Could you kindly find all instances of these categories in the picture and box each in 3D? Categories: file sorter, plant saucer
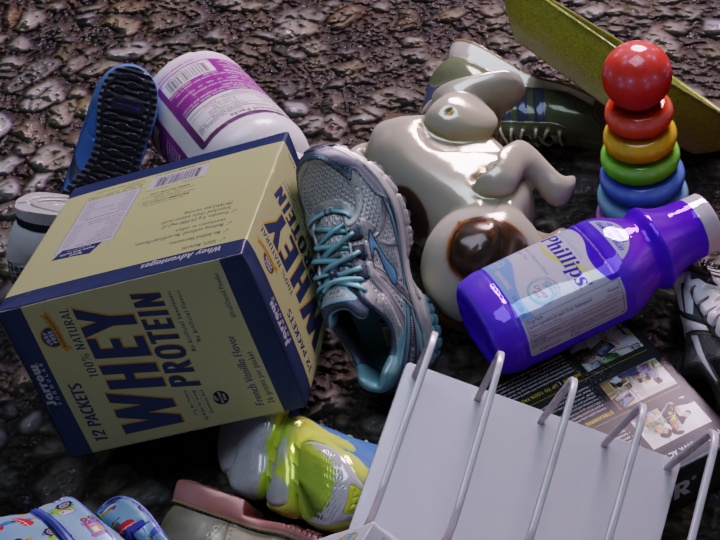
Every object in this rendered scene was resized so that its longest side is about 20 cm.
[{"bbox_3d":[0.107,0.139,0.938,0.199,0.125,0.139,20,68,2],"label":"file sorter"},{"bbox_3d":[0.230,-0.175,1.319,0.048,0.199,0.200,-57,46,14],"label":"plant saucer"}]

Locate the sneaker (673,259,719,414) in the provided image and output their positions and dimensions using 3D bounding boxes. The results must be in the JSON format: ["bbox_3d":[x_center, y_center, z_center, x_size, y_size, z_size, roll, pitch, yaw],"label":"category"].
[{"bbox_3d":[0.267,0.052,1.117,0.066,0.091,0.200,16,18,-10],"label":"sneaker"}]

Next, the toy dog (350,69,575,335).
[{"bbox_3d":[0.085,-0.049,1.204,0.193,0.140,0.201,-1,47,-20],"label":"toy dog"}]

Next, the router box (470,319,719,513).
[{"bbox_3d":[0.149,0.129,1.070,0.199,0.051,0.149,-24,46,-13],"label":"router box"}]

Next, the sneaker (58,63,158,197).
[{"bbox_3d":[-0.233,-0.091,1.343,0.066,0.201,0.078,19,0,-13],"label":"sneaker"}]

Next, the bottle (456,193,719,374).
[{"bbox_3d":[0.174,0.004,1.102,0.199,0.065,0.084,-24,44,-8],"label":"bottle"}]

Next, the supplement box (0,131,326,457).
[{"bbox_3d":[-0.138,0.015,1.137,0.199,0.135,0.200,-14,27,15],"label":"supplement box"}]

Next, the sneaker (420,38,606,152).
[{"bbox_3d":[0.144,-0.134,1.355,0.200,0.067,0.090,29,74,25],"label":"sneaker"}]

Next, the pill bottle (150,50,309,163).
[{"bbox_3d":[-0.113,-0.109,1.338,0.112,0.113,0.200,-26,45,-16],"label":"pill bottle"}]

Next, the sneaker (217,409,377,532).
[{"bbox_3d":[-0.028,0.148,1.089,0.105,0.076,0.200,16,6,-32],"label":"sneaker"}]

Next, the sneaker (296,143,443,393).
[{"bbox_3d":[0.000,0.000,1.128,0.077,0.201,0.086,-19,10,34],"label":"sneaker"}]

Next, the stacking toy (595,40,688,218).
[{"bbox_3d":[0.228,-0.096,1.186,0.085,0.201,0.086,-6,43,5],"label":"stacking toy"}]

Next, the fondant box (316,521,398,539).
[{"bbox_3d":[-0.049,0.243,0.823,0.058,0.144,0.200,37,65,-7],"label":"fondant box"}]

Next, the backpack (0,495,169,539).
[{"bbox_3d":[-0.163,0.223,0.927,0.134,0.201,0.182,-31,45,-21],"label":"backpack"}]

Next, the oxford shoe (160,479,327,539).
[{"bbox_3d":[-0.054,0.213,1.028,0.199,0.071,0.074,17,75,27],"label":"oxford shoe"}]

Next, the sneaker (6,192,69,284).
[{"bbox_3d":[-0.207,-0.010,1.288,0.199,0.081,0.076,12,17,-2],"label":"sneaker"}]
